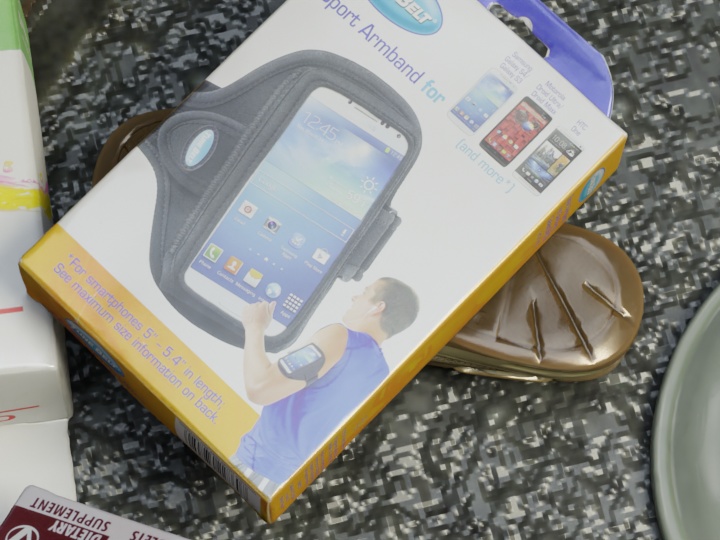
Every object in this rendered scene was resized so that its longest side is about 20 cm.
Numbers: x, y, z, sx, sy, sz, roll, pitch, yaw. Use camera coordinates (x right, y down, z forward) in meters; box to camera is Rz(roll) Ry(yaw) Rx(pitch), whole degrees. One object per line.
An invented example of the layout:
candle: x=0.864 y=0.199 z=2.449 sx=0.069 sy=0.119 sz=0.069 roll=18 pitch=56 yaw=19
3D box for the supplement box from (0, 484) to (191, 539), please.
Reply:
supplement box: x=-0.105 y=0.172 z=0.890 sx=0.108 sy=0.061 sz=0.200 roll=15 pitch=51 yaw=20

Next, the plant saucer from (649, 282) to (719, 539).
plant saucer: x=0.203 y=0.064 z=0.982 sx=0.199 sy=0.050 sz=0.201 roll=0 pitch=70 yaw=-1

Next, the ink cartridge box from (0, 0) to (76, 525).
ink cartridge box: x=-0.166 y=-0.003 z=0.990 sx=0.117 sy=0.067 sz=0.201 roll=-8 pitch=71 yaw=-5

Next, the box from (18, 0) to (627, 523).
box: x=-0.004 y=-0.028 z=0.947 sx=0.119 sy=0.041 sz=0.200 roll=42 pitch=79 yaw=10

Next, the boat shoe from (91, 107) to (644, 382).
boat shoe: x=0.000 y=0.000 z=0.993 sx=0.199 sy=0.065 sz=0.072 roll=19 pitch=74 yaw=5
